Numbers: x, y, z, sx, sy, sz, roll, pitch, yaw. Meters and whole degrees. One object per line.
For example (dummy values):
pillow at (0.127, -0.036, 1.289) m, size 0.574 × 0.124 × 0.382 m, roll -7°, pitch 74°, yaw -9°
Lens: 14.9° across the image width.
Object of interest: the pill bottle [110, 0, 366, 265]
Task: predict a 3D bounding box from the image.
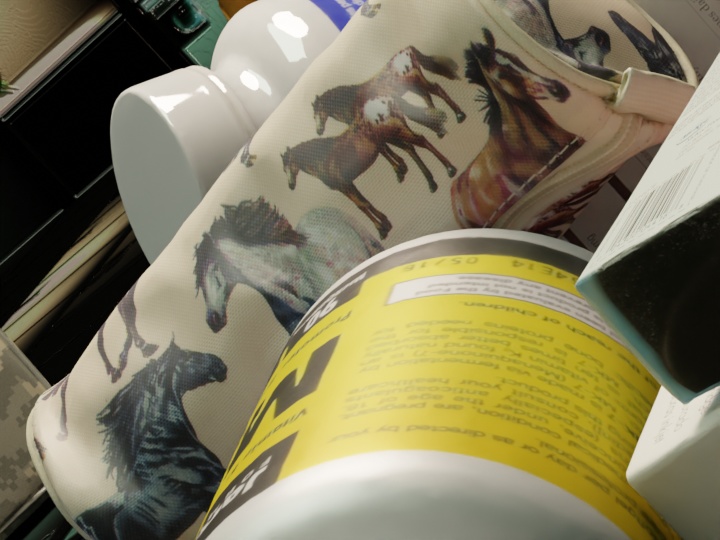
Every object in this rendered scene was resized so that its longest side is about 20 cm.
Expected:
pill bottle at (0.014, -0.058, 1.007) m, size 0.200 × 0.112 × 0.112 m, roll -20°, pitch -1°, yaw -23°

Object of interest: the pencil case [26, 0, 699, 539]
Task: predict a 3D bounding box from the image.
pencil case at (0.000, 0.000, 0.705) m, size 0.078 × 0.090 × 0.200 m, roll 14°, pitch -55°, yaw -48°

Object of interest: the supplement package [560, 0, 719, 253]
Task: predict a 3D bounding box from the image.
supplement package at (0.069, -0.016, 0.789) m, size 0.200 × 0.110 × 0.114 m, roll -40°, pitch 9°, yaw 22°

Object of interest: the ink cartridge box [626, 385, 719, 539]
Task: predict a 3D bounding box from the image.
ink cartridge box at (0.155, -0.015, 0.537) m, size 0.200 × 0.068 × 0.117 m, roll -37°, pitch 11°, yaw 30°

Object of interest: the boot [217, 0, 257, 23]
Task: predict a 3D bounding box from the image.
boot at (-0.034, -0.102, 1.151) m, size 0.201 × 0.144 × 0.071 m, roll -50°, pitch -1°, yaw 39°

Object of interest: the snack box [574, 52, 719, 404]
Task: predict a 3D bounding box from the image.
snack box at (0.133, -0.058, 0.493) m, size 0.200 × 0.037 × 0.116 m, roll -34°, pitch 15°, yaw 46°

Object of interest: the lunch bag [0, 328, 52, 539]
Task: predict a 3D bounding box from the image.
lunch bag at (-0.267, 0.115, 1.560) m, size 0.200 × 0.139 × 0.168 m, roll -45°, pitch 10°, yaw -17°

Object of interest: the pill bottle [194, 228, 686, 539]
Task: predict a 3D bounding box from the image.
pill bottle at (0.019, 0.074, 0.576) m, size 0.114 × 0.114 × 0.200 m, roll -40°, pitch 9°, yaw 19°
